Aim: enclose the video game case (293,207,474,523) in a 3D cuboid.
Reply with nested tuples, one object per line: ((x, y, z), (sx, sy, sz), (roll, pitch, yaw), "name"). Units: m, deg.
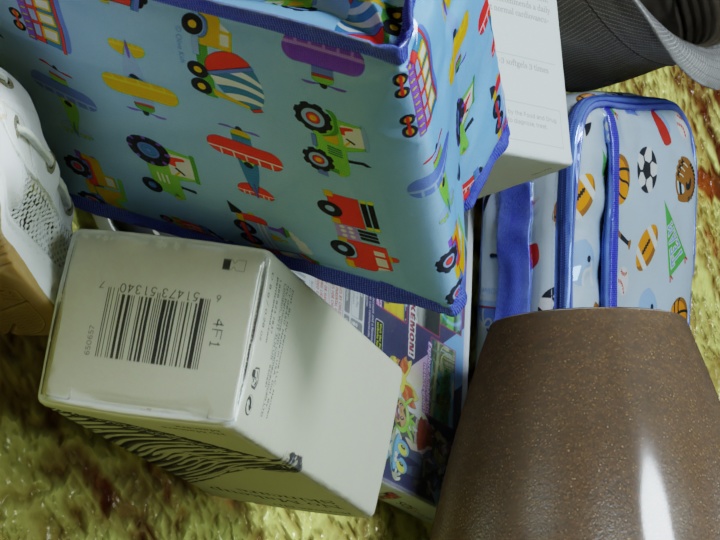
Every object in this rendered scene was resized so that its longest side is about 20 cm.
((0.000, 0.000, 1.235), (0.182, 0.023, 0.200), (32, 55, -53), "video game case")

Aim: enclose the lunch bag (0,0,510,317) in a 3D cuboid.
((-0.059, -0.072, 0.939), (0.151, 0.200, 0.094), (76, 25, -53), "lunch bag")

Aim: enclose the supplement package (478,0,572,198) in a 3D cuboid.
((0.004, -0.134, 1.147), (0.117, 0.117, 0.200), (7, 73, -41), "supplement package")

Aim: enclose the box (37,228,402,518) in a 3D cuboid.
((-0.049, 0.044, 1.024), (0.200, 0.082, 0.069), (43, 56, -68), "box")

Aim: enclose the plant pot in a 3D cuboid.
((0.107, 0.122, 1.221), (0.187, 0.187, 0.200), (15, 71, -58), "plant pot")

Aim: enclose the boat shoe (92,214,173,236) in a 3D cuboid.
((-0.075, -0.102, 1.091), (0.074, 0.060, 0.200), (28, 59, -54), "boat shoe")

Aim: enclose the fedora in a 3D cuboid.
((0.117, -0.155, 1.380), (0.177, 0.090, 0.200), (59, 24, 1), "fedora")

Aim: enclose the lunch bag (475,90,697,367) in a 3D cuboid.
((0.114, 0.008, 1.357), (0.160, 0.075, 0.200), (-3, 94, -61), "lunch bag")

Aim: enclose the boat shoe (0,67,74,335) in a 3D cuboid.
((-0.144, -0.043, 0.915), (0.200, 0.071, 0.069), (72, 27, -66), "boat shoe")
